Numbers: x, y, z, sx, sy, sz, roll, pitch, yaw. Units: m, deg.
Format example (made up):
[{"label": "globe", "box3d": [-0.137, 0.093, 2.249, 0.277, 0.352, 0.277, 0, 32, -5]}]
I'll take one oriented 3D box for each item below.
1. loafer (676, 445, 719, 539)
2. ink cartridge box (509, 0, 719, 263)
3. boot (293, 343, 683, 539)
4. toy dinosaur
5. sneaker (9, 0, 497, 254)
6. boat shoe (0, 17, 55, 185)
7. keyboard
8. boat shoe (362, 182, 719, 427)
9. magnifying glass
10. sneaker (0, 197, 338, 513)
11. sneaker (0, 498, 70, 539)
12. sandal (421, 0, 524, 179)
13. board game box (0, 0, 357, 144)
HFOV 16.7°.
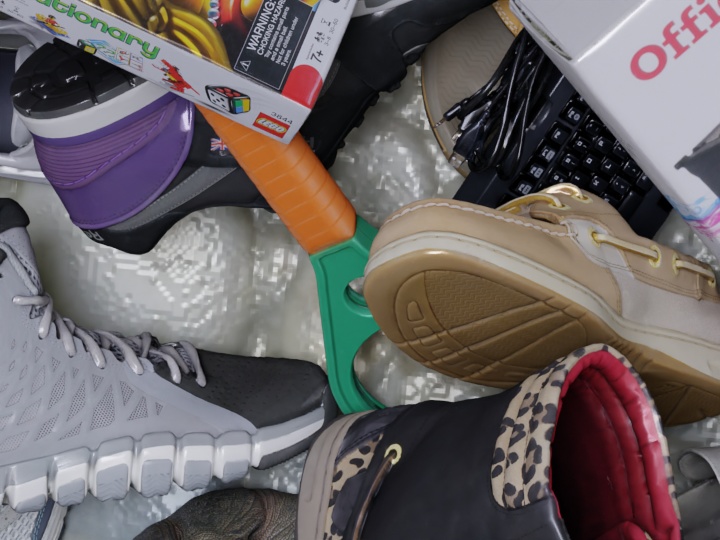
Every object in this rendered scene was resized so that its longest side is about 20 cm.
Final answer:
[{"label": "loafer", "box3d": [0.149, 0.093, 0.922, 0.200, 0.070, 0.070, -34, 111, -13]}, {"label": "ink cartridge box", "box3d": [0.174, -0.065, 0.893, 0.148, 0.086, 0.200, -42, 117, 5]}, {"label": "boot", "box3d": [0.041, 0.128, 0.861, 0.073, 0.151, 0.200, 20, 61, -32]}, {"label": "toy dinosaur", "box3d": [-0.061, 0.123, 0.956, 0.200, 0.077, 0.102, -42, 42, -10]}, {"label": "sneaker", "box3d": [-0.026, -0.073, 0.934, 0.200, 0.076, 0.088, -22, 124, 0]}, {"label": "boat shoe", "box3d": [-0.122, -0.063, 0.976, 0.200, 0.065, 0.074, -1, 88, 6]}, {"label": "keyboard", "box3d": [0.085, -0.048, 0.935, 0.104, 0.040, 0.200, 29, 102, -18]}, {"label": "boat shoe", "box3d": [0.071, 0.004, 0.904, 0.074, 0.200, 0.069, -20, 62, 33]}, {"label": "magnifying glass", "box3d": [0.000, 0.000, 0.926, 0.080, 0.022, 0.200, -21, 127, 23]}, {"label": "sneaker", "box3d": [-0.104, 0.026, 0.930, 0.200, 0.075, 0.116, -10, 101, -24]}, {"label": "sneaker", "box3d": [-0.185, 0.127, 0.968, 0.078, 0.086, 0.200, 36, 92, 6]}, {"label": "sandal", "box3d": [0.082, -0.126, 0.960, 0.080, 0.054, 0.200, 27, 92, 6]}, {"label": "board game box", "box3d": [-0.044, -0.157, 0.872, 0.126, 0.035, 0.200, 24, 65, -8]}]
